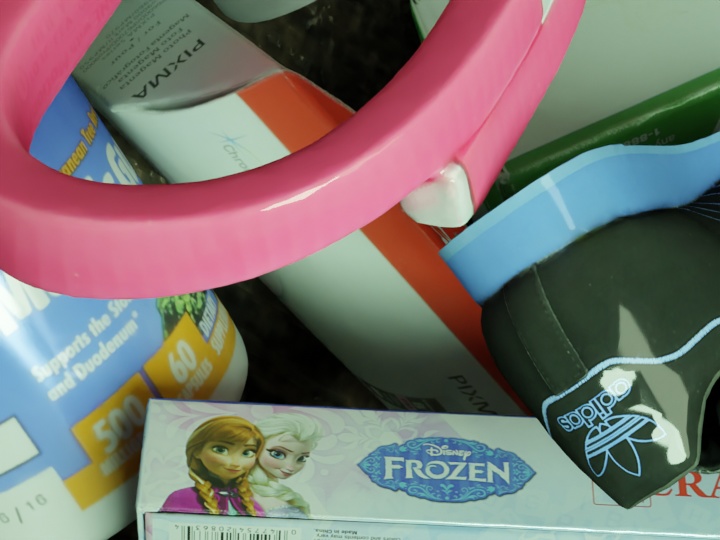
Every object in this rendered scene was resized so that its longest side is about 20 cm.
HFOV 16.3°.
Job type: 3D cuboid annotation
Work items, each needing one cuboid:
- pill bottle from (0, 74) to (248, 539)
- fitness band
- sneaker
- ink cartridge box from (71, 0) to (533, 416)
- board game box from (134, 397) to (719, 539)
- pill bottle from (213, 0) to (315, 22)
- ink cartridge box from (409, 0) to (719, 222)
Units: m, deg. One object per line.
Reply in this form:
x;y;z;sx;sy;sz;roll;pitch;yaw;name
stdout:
-0.125;-0.024;0.681;0.112;0.112;0.201;-46;118;-28;pill bottle
-0.021;-0.065;0.620;0.201;0.142;0.038;-60;147;-41;fitness band
0.094;0.007;0.643;0.199;0.070;0.078;-16;75;-54;sneaker
0.000;0.000;0.726;0.057;0.200;0.163;-42;119;1;ink cartridge box
0.037;0.120;0.699;0.041;0.198;0.201;-88;-177;-46;board game box
-0.063;-0.174;0.728;0.112;0.112;0.200;-50;119;-27;pill bottle
0.110;-0.024;0.799;0.146;0.083;0.201;-23;142;-3;ink cartridge box
